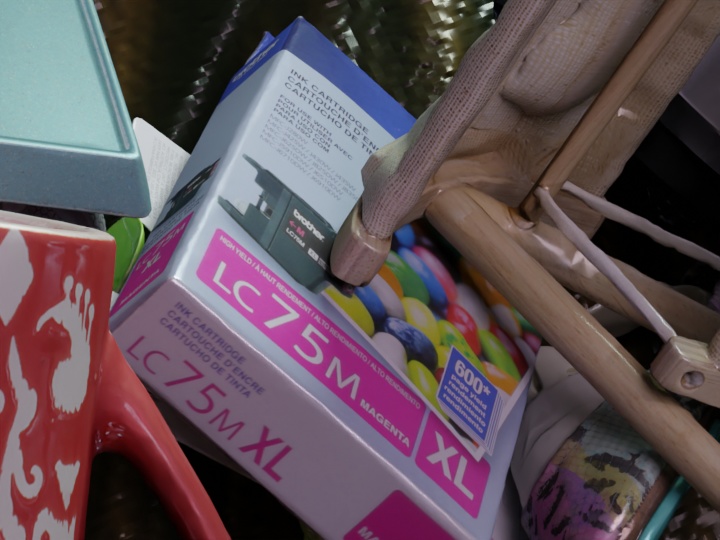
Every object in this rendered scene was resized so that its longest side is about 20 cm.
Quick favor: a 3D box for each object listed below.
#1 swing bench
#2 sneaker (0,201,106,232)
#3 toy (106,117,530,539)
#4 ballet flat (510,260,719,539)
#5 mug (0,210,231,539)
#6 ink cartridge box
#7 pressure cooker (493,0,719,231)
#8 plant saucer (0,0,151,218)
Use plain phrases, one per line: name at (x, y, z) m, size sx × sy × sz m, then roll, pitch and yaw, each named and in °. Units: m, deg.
swing bench at (0.131, -0.042, 0.773) m, size 0.200 × 0.199 × 0.130 m, roll 36°, pitch 29°, yaw 2°
sneaker at (-0.172, 0.019, 0.785) m, size 0.200 × 0.082 × 0.075 m, roll -26°, pitch 124°, yaw -19°
toy at (-0.006, 0.049, 0.849) m, size 0.200 × 0.047 × 0.115 m, roll 35°, pitch 37°, yaw -27°
ballet flat at (0.087, 0.045, 0.872) m, size 0.071 × 0.069 × 0.200 m, roll 39°, pitch 32°, yaw 10°
mug at (-0.114, 0.082, 0.709) m, size 0.177 × 0.133 × 0.201 m, roll 7°, pitch 92°, yaw -39°
ink cartridge box at (0.000, 0.000, 0.825) m, size 0.119 × 0.042 × 0.200 m, roll 42°, pitch 27°, yaw -12°
pressure cooker at (0.147, -0.100, 0.906) m, size 0.176 × 0.200 × 0.179 m, roll 52°, pitch 29°, yaw 18°
plant saucer at (-0.111, -0.087, 0.816) m, size 0.070 × 0.019 × 0.200 m, roll 6°, pitch 36°, yaw -24°
